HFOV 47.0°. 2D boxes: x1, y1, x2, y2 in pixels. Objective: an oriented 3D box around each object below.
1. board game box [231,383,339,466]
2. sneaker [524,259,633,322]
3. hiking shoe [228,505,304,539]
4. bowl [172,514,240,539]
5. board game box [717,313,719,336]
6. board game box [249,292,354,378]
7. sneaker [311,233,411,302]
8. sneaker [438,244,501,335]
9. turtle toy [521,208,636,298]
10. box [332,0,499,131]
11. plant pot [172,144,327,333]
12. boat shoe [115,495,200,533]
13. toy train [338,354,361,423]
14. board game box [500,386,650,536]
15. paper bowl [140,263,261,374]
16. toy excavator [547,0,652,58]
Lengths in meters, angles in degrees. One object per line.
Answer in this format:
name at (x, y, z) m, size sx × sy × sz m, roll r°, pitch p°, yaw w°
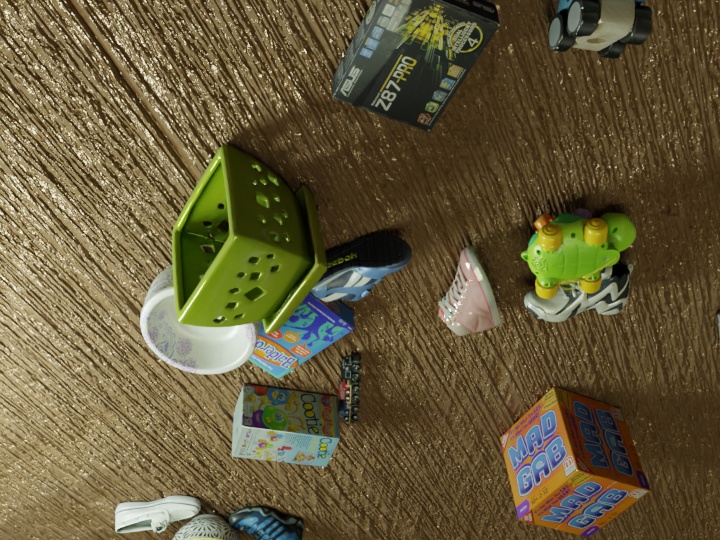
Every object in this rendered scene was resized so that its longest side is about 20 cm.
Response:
board game box at (-0.150, 0.310, 1.655) m, size 0.195 × 0.104 × 0.106 m, roll 10°, pitch 133°, yaw -16°
sneaker at (0.389, 0.017, 1.450) m, size 0.194 × 0.081 × 0.131 m, roll 1°, pitch 133°, yaw -8°
hiking shoe at (-0.218, 0.618, 1.959) m, size 0.196 × 0.088 × 0.075 m, roll 20°, pitch 130°, yaw -24°
bowl at (-0.364, 0.642, 1.962) m, size 0.195 × 0.095 × 0.204 m, roll -4°, pitch 135°, yaw -4°
board game box at (0.798, 0.123, 1.570) m, size 0.196 × 0.106 × 0.104 m, roll -18°, pitch 134°, yaw 13°
board game box at (-0.131, 0.102, 1.495) m, size 0.198 × 0.046 × 0.151 m, roll -34°, pitch 128°, yaw 25°
sneaker at (0.000, 0.000, 1.396) m, size 0.196 × 0.075 × 0.083 m, roll -16°, pitch 137°, yaw 20°
sneaker at (0.181, 0.046, 1.454) m, size 0.102 × 0.076 × 0.202 m, roll -19°, pitch 138°, yaw 5°
turtle toy at (0.361, -0.043, 1.370) m, size 0.195 × 0.102 × 0.148 m, roll -8°, pitch 133°, yaw 0°
box at (0.070, -0.294, 1.116) m, size 0.158 × 0.050 × 0.201 m, roll 16°, pitch 138°, yaw -20°
plant pot at (-0.165, -0.035, 1.259) m, size 0.178 × 0.202 × 0.201 m, roll 16°, pitch 131°, yaw -30°
boat shoe at (-0.464, 0.569, 1.898) m, size 0.195 × 0.068 × 0.075 m, roll -8°, pitch 136°, yaw 1°
toy train at (-0.022, 0.239, 1.650) m, size 0.045 × 0.035 × 0.203 m, roll 0°, pitch 134°, yaw -2°
board game box at (0.446, 0.407, 1.750) m, size 0.196 × 0.203 × 0.201 m, roll 18°, pitch 130°, yaw -23°
paper bowl at (-0.263, 0.069, 1.396) m, size 0.195 × 0.106 × 0.204 m, roll 3°, pitch 130°, yaw 3°
toy excavator at (0.316, -0.390, 1.036) m, size 0.097 × 0.205 × 0.194 m, roll 3°, pitch 179°, yaw -10°
